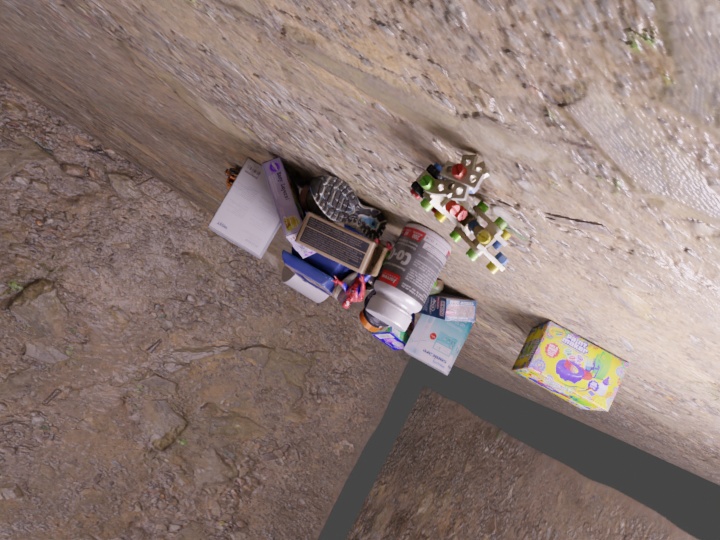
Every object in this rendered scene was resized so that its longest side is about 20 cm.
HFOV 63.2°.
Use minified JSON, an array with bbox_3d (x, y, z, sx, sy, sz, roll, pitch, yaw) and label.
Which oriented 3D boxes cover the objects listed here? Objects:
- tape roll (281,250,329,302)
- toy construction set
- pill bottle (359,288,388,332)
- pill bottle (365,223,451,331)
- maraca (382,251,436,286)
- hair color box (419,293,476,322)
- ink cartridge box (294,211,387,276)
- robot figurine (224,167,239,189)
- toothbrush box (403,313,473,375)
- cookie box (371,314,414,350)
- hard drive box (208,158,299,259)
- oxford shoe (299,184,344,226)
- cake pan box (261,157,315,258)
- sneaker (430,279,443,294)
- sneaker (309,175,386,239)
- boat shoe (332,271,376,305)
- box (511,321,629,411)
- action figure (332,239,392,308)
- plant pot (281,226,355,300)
[{"bbox_3d":[-0.149,-0.015,1.916,0.138,0.205,0.202,32,172,-21],"label":"tape roll"},{"bbox_3d":[0.144,-0.087,0.828,0.132,0.092,0.200,55,-179,39],"label":"toy construction set"},{"bbox_3d":[0.080,0.077,1.542,0.105,0.200,0.107,29,-146,-22],"label":"pill bottle"},{"bbox_3d":[0.097,0.015,1.219,0.113,0.202,0.114,28,172,5],"label":"pill bottle"},{"bbox_3d":[0.115,-0.004,1.406,0.135,0.108,0.200,21,-162,-11],"label":"maraca"},{"bbox_3d":[0.230,0.100,1.647,0.098,0.062,0.199,5,-178,-23],"label":"hair color box"},{"bbox_3d":[-0.036,-0.055,1.298,0.163,0.076,0.200,26,-177,10],"label":"ink cartridge box"},{"bbox_3d":[-0.311,-0.229,1.703,0.198,0.059,0.145,31,171,-11],"label":"robot figurine"},{"bbox_3d":[0.243,0.193,1.785,0.145,0.202,0.085,27,172,22],"label":"toothbrush box"},{"bbox_3d":[0.109,0.127,1.840,0.074,0.203,0.171,-7,154,27],"label":"cookie box"},{"bbox_3d":[-0.273,-0.157,1.503,0.154,0.202,0.077,31,172,-7],"label":"hard drive box"},{"bbox_3d":[-0.077,-0.134,1.418,0.073,0.072,0.200,19,169,28],"label":"oxford shoe"},{"bbox_3d":[-0.161,-0.141,1.372,0.200,0.052,0.187,66,-173,-74],"label":"cake pan box"},{"bbox_3d":[0.135,0.075,1.618,0.197,0.091,0.067,-2,161,30],"label":"sneaker"},{"bbox_3d":[-0.038,-0.133,1.257,0.199,0.079,0.090,36,173,-33],"label":"sneaker"},{"bbox_3d":[0.016,0.023,1.564,0.065,0.199,0.072,46,158,19],"label":"boat shoe"},{"bbox_3d":[0.493,0.230,1.399,0.198,0.123,0.193,29,171,9],"label":"box"},{"bbox_3d":[0.000,0.000,1.477,0.065,0.202,0.099,24,169,30],"label":"action figure"},{"bbox_3d":[-0.088,-0.040,1.615,0.198,0.181,0.200,28,171,23],"label":"plant pot"}]
